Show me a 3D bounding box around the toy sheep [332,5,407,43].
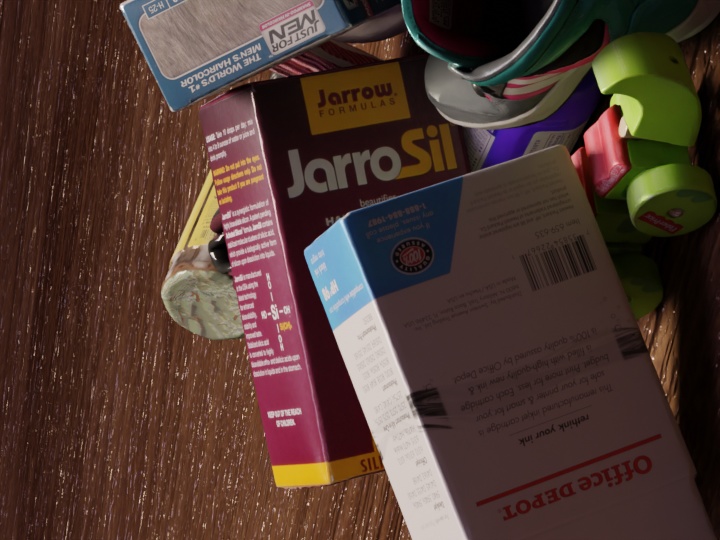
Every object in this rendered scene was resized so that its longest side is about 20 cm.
[{"bbox_3d":[-0.003,-0.198,1.643,0.200,0.137,0.138,-70,-10,-63],"label":"toy sheep"}]

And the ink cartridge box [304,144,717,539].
[{"bbox_3d":[0.067,0.060,1.259,0.201,0.116,0.067,69,158,7],"label":"ink cartridge box"}]

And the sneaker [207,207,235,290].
[{"bbox_3d":[-0.028,-0.033,1.613,0.076,0.115,0.200,64,-169,12],"label":"sneaker"}]

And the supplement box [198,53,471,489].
[{"bbox_3d":[0.000,0.000,1.437,0.086,0.110,0.201,166,92,-69],"label":"supplement box"}]

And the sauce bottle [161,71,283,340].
[{"bbox_3d":[-0.059,-0.049,1.690,0.065,0.065,0.200,110,-178,-50],"label":"sauce bottle"}]

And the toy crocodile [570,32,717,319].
[{"bbox_3d":[0.114,-0.031,1.304,0.200,0.062,0.068,112,155,-55],"label":"toy crocodile"}]

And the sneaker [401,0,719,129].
[{"bbox_3d":[0.061,-0.112,1.293,0.200,0.120,0.084,-26,68,52],"label":"sneaker"}]

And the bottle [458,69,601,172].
[{"bbox_3d":[0.067,-0.065,1.479,0.200,0.065,0.084,114,150,-56],"label":"bottle"}]

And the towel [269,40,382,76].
[{"bbox_3d":[-0.015,-0.122,1.669,0.023,0.144,0.200,-62,20,9],"label":"towel"}]

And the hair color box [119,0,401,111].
[{"bbox_3d":[-0.038,-0.137,1.427,0.061,0.100,0.200,64,-164,-5],"label":"hair color box"}]
